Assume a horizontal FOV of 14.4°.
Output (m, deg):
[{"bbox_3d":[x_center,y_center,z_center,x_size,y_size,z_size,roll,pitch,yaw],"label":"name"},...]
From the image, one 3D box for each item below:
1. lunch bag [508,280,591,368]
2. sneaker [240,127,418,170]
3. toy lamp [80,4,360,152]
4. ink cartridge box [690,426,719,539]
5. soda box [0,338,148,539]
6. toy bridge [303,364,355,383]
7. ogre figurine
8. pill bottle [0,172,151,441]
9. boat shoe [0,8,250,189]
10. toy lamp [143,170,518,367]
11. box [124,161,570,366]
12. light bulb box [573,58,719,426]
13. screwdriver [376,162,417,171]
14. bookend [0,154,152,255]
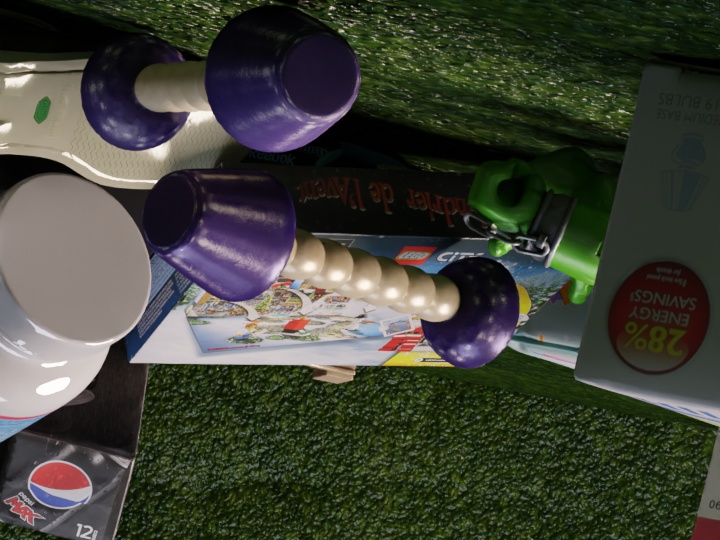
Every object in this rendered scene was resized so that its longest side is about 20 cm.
[{"bbox_3d":[0.186,0.028,1.566,0.200,0.077,0.160,8,173,43],"label":"lunch bag"},{"bbox_3d":[0.003,-0.026,1.431,0.082,0.073,0.200,6,173,38],"label":"sneaker"},{"bbox_3d":[-0.057,-0.074,1.128,0.058,0.058,0.200,14,174,-25],"label":"toy lamp"},{"bbox_3d":[0.249,0.086,1.356,0.145,0.201,0.083,8,169,40],"label":"ink cartridge box"},{"bbox_3d":[-0.153,0.060,1.544,0.071,0.063,0.200,15,-149,-9],"label":"soda box"},{"bbox_3d":[-0.089,0.029,1.505,0.199,0.027,0.067,11,172,-14],"label":"toy bridge"},{"bbox_3d":[0.137,-0.004,1.274,0.120,0.098,0.200,30,169,31],"label":"ogre figurine"},{"bbox_3d":[-0.184,0.028,1.326,0.109,0.109,0.200,15,152,-34],"label":"pill bottle"},{"bbox_3d":[-0.133,-0.084,1.256,0.200,0.072,0.068,7,-145,-34],"label":"boat shoe"},{"bbox_3d":[-0.014,-0.002,1.245,0.058,0.058,0.200,8,171,43],"label":"toy lamp"},{"bbox_3d":[0.000,0.000,1.374,0.199,0.038,0.137,2,151,-28],"label":"box"},{"bbox_3d":[0.217,0.013,1.042,0.198,0.125,0.200,10,174,34],"label":"light bulb box"},{"bbox_3d":[0.090,-0.033,1.416,0.200,0.028,0.029,17,142,-39],"label":"screwdriver"},{"bbox_3d":[-0.154,-0.047,1.461,0.198,0.092,0.200,12,174,-14],"label":"bookend"}]
